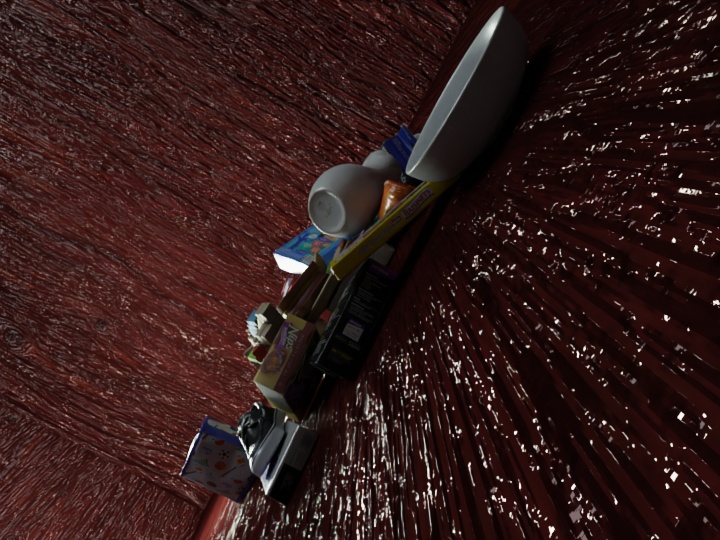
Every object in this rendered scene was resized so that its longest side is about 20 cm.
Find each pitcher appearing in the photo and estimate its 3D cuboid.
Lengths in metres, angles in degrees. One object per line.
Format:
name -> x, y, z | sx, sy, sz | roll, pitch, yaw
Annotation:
pitcher -> -0.017, -0.119, 1.071 | 0.200, 0.120, 0.174 | -40, -23, -52

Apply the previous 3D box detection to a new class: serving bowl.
serving bowl -> 0.127, -0.182, 0.652 | 0.203, 0.065, 0.200 | -60, 6, 10

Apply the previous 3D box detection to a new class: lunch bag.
lunch bag -> -0.315, 0.432, 1.365 | 0.201, 0.167, 0.125 | 122, 170, -46

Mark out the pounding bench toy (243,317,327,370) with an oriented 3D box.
pounding bench toy -> -0.134, 0.136, 1.303 | 0.199, 0.124, 0.157 | -40, 13, 24

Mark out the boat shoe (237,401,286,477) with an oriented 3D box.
boat shoe -> -0.155, 0.245, 0.879 | 0.073, 0.067, 0.200 | -61, 5, 3

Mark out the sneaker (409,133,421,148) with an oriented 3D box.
sneaker -> 0.096, -0.209, 1.249 | 0.099, 0.075, 0.201 | -39, -13, -43

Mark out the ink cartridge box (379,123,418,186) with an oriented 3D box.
ink cartridge box -> 0.063, -0.188, 1.186 | 0.039, 0.100, 0.201 | -22, -24, -38

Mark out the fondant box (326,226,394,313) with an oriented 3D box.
fondant box -> 0.000, 0.000, 1.061 | 0.146, 0.057, 0.200 | -61, 4, 9

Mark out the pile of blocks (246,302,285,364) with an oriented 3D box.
pile of blocks -> -0.164, 0.122, 0.955 | 0.063, 0.081, 0.202 | -58, -15, -30

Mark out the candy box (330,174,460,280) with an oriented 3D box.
candy box -> 0.041, -0.063, 0.764 | 0.199, 0.027, 0.102 | -41, 3, 0

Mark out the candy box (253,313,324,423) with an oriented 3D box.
candy box -> -0.107, 0.165, 0.950 | 0.201, 0.055, 0.118 | 87, -154, -64

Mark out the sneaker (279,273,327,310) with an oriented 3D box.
sneaker -> -0.083, 0.024, 1.216 | 0.199, 0.072, 0.112 | -38, 36, -20

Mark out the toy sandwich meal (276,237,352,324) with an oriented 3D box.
toy sandwich meal -> -0.081, 0.021, 1.024 | 0.208, 0.069, 0.205 | -61, 4, 6

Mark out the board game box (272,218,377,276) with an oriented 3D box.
board game box -> -0.066, -0.060, 1.226 | 0.199, 0.046, 0.151 | -37, 32, -25

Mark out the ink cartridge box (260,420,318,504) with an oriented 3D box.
ink cartridge box -> -0.108, 0.270, 0.840 | 0.096, 0.037, 0.200 | -64, 7, -16

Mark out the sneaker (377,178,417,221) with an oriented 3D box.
sneaker -> 0.064, -0.099, 0.951 | 0.200, 0.071, 0.079 | 83, -156, -84

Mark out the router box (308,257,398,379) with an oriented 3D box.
router box -> -0.016, 0.074, 0.822 | 0.151, 0.050, 0.200 | -63, 3, -11
